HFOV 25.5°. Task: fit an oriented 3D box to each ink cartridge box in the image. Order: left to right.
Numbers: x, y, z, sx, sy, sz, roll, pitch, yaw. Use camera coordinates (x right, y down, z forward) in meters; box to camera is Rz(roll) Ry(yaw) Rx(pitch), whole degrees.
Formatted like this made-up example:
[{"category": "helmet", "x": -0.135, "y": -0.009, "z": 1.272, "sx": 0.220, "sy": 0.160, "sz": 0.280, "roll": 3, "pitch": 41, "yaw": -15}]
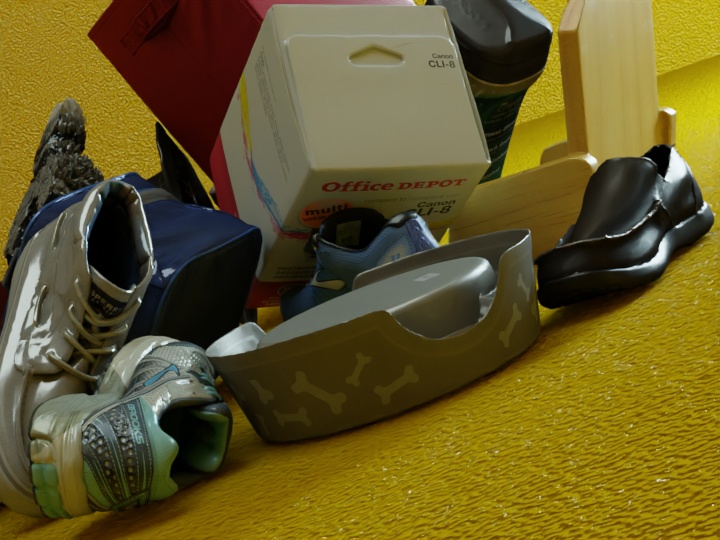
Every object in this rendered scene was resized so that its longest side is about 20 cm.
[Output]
[{"category": "ink cartridge box", "x": -0.014, "y": -0.085, "z": 1.201, "sx": 0.143, "sy": 0.146, "sz": 0.200, "roll": -4, "pitch": -28, "yaw": -21}]

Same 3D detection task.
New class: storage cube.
[{"category": "storage cube", "x": -0.091, "y": -0.210, "z": 1.362, "sx": 0.171, "sy": 0.180, "sz": 0.200, "roll": -38, "pitch": 5, "yaw": 45}]

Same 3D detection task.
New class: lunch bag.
[{"category": "lunch bag", "x": -0.171, "y": 0.018, "z": 1.116, "sx": 0.131, "sy": 0.137, "sz": 0.200, "roll": 23, "pitch": 18, "yaw": 14}]

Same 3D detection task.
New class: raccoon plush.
[{"category": "raccoon plush", "x": -0.205, "y": -0.049, "z": 1.311, "sx": 0.097, "sy": 0.133, "sz": 0.202, "roll": -36, "pitch": 35, "yaw": 48}]

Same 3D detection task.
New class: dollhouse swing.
[{"category": "dollhouse swing", "x": 0.148, "y": -0.115, "z": 1.257, "sx": 0.180, "sy": 0.178, "sz": 0.200, "roll": -16, "pitch": 8, "yaw": 33}]

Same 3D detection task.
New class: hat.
[{"category": "hat", "x": -0.163, "y": -0.023, "z": 1.380, "sx": 0.080, "sy": 0.202, "sz": 0.201, "roll": -25, "pitch": 6, "yaw": 2}]

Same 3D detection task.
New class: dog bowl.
[{"category": "dog bowl", "x": 0.013, "y": 0.037, "z": 0.908, "sx": 0.198, "sy": 0.059, "sz": 0.200, "roll": -20, "pitch": 7, "yaw": 2}]

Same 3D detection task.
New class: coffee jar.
[{"category": "coffee jar", "x": 0.082, "y": -0.137, "z": 1.272, "sx": 0.085, "sy": 0.104, "sz": 0.201, "roll": -26, "pitch": -31, "yaw": -35}]

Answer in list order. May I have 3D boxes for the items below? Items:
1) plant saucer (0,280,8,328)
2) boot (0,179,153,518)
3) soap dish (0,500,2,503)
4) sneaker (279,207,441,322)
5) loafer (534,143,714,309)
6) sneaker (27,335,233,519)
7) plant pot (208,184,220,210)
[{"category": "plant saucer", "x": -0.294, "y": 0.070, "z": 1.384, "sx": 0.199, "sy": 0.037, "sz": 0.200, "roll": -21, "pitch": -25, "yaw": -54}, {"category": "boot", "x": -0.170, "y": 0.037, "z": 0.932, "sx": 0.073, "sy": 0.202, "sz": 0.095, "roll": 22, "pitch": -43, "yaw": -30}, {"category": "soap dish", "x": -0.308, "y": 0.135, "z": 0.999, "sx": 0.156, "sy": 0.082, "sz": 0.200, "roll": -18, "pitch": 8, "yaw": 28}, {"category": "sneaker", "x": 0.000, "y": 0.000, "z": 1.130, "sx": 0.078, "sy": 0.090, "sz": 0.199, "roll": -24, "pitch": 2, "yaw": -34}, {"category": "loafer", "x": 0.155, "y": -0.031, "z": 0.979, "sx": 0.072, "sy": 0.072, "sz": 0.200, "roll": -16, "pitch": 7, "yaw": 32}, {"category": "sneaker", "x": -0.106, "y": 0.089, "z": 0.877, "sx": 0.085, "sy": 0.079, "sz": 0.200, "roll": 0, "pitch": 13, "yaw": 13}, {"category": "plant pot", "x": -0.036, "y": -0.091, "z": 1.478, "sx": 0.200, "sy": 0.093, "sz": 0.201, "roll": -32, "pitch": 9, "yaw": 6}]
